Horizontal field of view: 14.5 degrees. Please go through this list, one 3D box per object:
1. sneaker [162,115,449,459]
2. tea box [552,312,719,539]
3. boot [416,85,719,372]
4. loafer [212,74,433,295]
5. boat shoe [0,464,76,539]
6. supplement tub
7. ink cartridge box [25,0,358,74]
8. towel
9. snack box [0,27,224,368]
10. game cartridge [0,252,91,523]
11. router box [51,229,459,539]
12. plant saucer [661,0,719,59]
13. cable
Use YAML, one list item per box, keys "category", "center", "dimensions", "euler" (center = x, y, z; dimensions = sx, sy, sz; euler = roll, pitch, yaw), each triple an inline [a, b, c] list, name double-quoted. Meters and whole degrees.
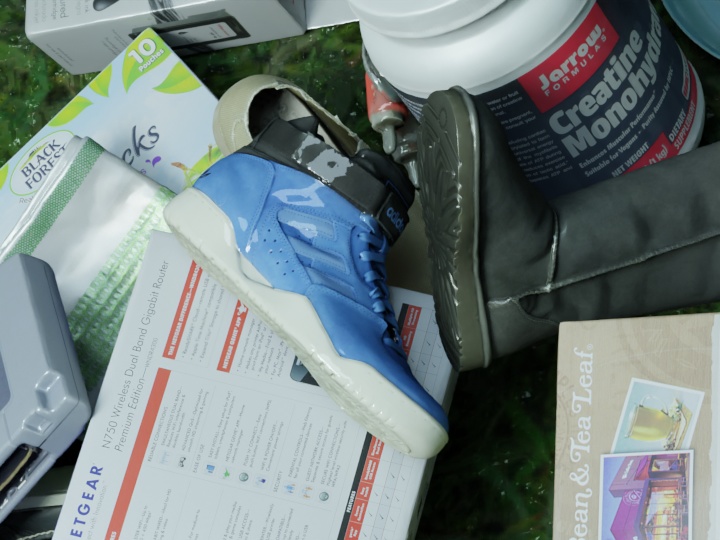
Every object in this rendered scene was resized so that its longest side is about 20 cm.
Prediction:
- category: "sneaker"
  center: [0.000, -0.001, 1.471]
  dimensions: [0.111, 0.077, 0.200]
  euler: [-42, 64, -9]
- category: "tea box"
  center: [0.182, 0.143, 1.397]
  dimensions: [0.133, 0.197, 0.200]
  euler: [-4, 70, 21]
- category: "boot"
  center: [0.133, -0.038, 1.463]
  dimensions: [0.200, 0.182, 0.073]
  euler: [-13, 42, -9]
- category: "loafer"
  center: [-0.008, -0.031, 1.581]
  dimensions: [0.200, 0.068, 0.076]
  euler: [43, 85, 5]
- category: "boat shoe"
  center: [-0.198, 0.153, 1.608]
  dimensions: [0.199, 0.074, 0.066]
  euler: [-12, 96, 30]
- category: "supplement tub"
  center: [0.087, -0.122, 1.517]
  dimensions: [0.140, 0.200, 0.141]
  euler: [-19, 46, 21]
- category: "ink cartridge box"
  center: [-0.098, -0.196, 1.709]
  dimensions: [0.200, 0.068, 0.116]
  euler: [-9, 68, 19]
- category: "towel"
  center: [-0.121, 0.036, 1.607]
  dimensions: [0.200, 0.031, 0.149]
  euler: [35, 92, 4]
- category: "snack box"
  center: [-0.148, -0.024, 1.673]
  dimensions: [0.200, 0.053, 0.142]
  euler: [-44, 63, 2]
- category: "game cartridge"
  center: [-0.224, 0.091, 1.550]
  dimensions: [0.200, 0.041, 0.133]
  euler: [-47, 44, 24]
- category: "router box"
  center: [-0.051, 0.093, 1.498]
  dimensions: [0.179, 0.049, 0.200]
  euler: [14, 66, 7]
- category: "plant saucer"
  center: [0.260, -0.195, 1.587]
  dimensions: [0.200, 0.027, 0.200]
  euler: [-8, 68, 20]
- category: "cable"
  center: [0.010, -0.143, 1.632]
  dimensions: [0.050, 0.097, 0.200]
  euler: [-31, 59, 20]
